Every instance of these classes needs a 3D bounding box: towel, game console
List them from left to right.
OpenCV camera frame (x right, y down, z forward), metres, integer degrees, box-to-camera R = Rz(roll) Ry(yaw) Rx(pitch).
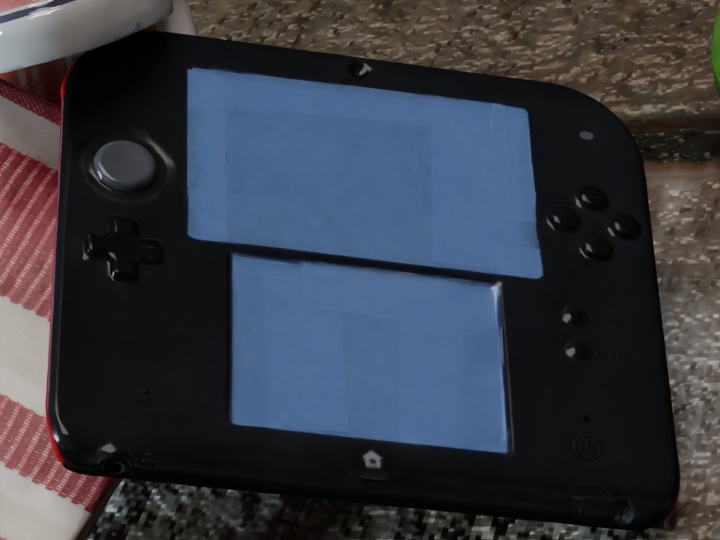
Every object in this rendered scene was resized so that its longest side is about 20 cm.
[{"bbox_3d":[-0.137,0.032,0.937,0.144,0.023,0.200,28,65,8],"label":"towel"},{"bbox_3d":[0.000,0.000,0.929,0.200,0.031,0.177,6,46,-10],"label":"game console"}]

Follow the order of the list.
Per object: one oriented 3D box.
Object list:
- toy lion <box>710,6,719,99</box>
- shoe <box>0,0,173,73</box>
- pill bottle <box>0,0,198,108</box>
[{"bbox_3d":[0.216,-0.065,1.012,0.200,0.069,0.192,4,46,26],"label":"toy lion"},{"bbox_3d":[-0.101,-0.134,0.998,0.071,0.091,0.200,-12,17,13],"label":"shoe"},{"bbox_3d":[-0.144,-0.022,1.037,0.200,0.112,0.112,-17,34,-1],"label":"pill bottle"}]
